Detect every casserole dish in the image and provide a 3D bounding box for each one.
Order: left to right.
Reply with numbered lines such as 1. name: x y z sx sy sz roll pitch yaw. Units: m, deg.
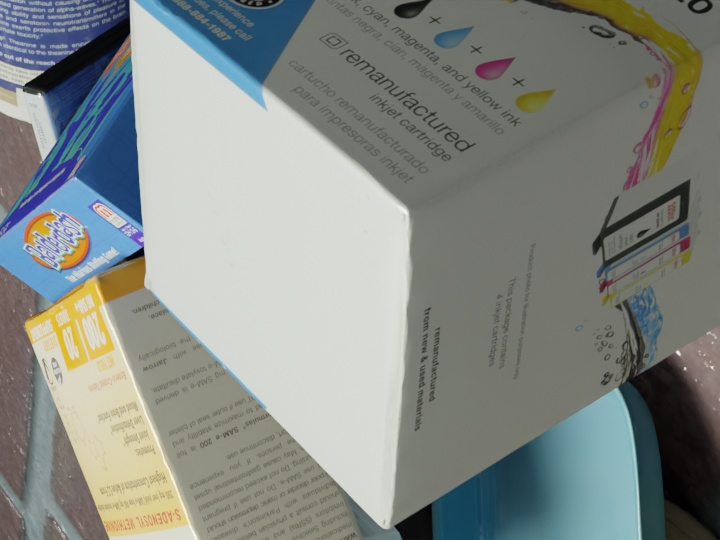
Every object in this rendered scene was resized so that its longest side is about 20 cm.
1. casserole dish: 0.087 0.128 0.819 0.121 0.039 0.202 -6 86 45

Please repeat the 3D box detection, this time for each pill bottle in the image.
1. pill bottle: -0.159 -0.182 0.956 0.111 0.111 0.201 43 148 29

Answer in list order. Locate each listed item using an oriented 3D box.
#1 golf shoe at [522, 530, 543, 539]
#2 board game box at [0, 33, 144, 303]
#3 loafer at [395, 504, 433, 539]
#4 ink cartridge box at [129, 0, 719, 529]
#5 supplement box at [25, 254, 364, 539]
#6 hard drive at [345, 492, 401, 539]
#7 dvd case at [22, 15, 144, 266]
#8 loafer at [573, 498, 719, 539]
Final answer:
1. golf shoe: 0.069 0.171 0.945 0.094 0.077 0.201 44 147 29
2. board game box: -0.080 -0.090 0.818 0.045 0.201 0.152 37 156 -14
3. loafer: 0.017 0.167 0.913 0.072 0.062 0.202 168 98 -74
4. ink cartridge box: 0.043 -0.045 0.648 0.147 0.199 0.146 40 145 34
5. supplement box: -0.067 0.094 0.812 0.126 0.073 0.202 -24 88 64
6. hard drive: -0.035 0.142 0.924 0.200 0.026 0.133 -140 47 -56
7. dvd case: -0.096 -0.038 0.955 0.017 0.143 0.201 14 130 35
8. loafer: 0.151 0.188 0.825 0.201 0.068 0.076 56 153 11
